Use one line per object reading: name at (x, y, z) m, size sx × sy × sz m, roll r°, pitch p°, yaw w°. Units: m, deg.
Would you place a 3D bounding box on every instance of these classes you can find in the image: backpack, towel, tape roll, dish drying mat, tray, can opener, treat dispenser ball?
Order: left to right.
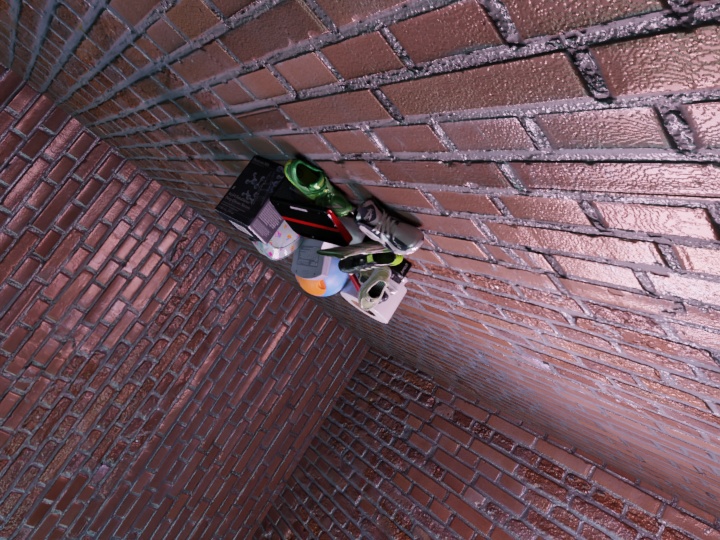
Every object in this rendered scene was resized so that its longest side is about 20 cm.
backpack at (-0.273, -0.137, 1.707) m, size 0.153 × 0.176 × 0.201 m, roll 23°, pitch 142°, yaw 49°
treat dispenser ball at (-0.135, -0.009, 1.875) m, size 0.200 × 0.201 × 0.201 m, roll 32°, pitch 168°, yaw 7°
tray at (-0.045, -0.097, 1.509) m, size 0.107 × 0.022 × 0.200 m, roll 10°, pitch 148°, yaw -12°
dish drying mat at (-0.036, -0.003, 1.720) m, size 0.201 × 0.018 × 0.077 m, roll 61°, pitch 173°, yaw -17°
towel at (0.001, -0.057, 1.434) m, size 0.199 × 0.024 × 0.152 m, roll -11°, pitch -169°, yaw -28°
can opener at (0.023, 0.015, 1.701) m, size 0.066 × 0.053 × 0.200 m, roll -45°, pitch 71°, yaw 40°
tape roll at (0.047, 0.078, 1.898) m, size 0.202 × 0.139 × 0.203 m, roll 32°, pitch 168°, yaw 8°

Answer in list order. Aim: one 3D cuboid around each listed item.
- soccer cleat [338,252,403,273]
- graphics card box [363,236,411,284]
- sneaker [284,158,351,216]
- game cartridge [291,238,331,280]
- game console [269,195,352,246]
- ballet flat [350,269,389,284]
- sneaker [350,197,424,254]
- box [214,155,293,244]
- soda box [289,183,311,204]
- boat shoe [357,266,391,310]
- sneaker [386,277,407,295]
soccer cleat at (0.022, -0.032, 1.510) m, size 0.199 × 0.068 × 0.081 m, roll -9°, pitch 175°, yaw 19°
graphics card box at (0.056, -0.038, 1.619) m, size 0.200 × 0.051 × 0.126 m, roll 34°, pitch 168°, yaw 5°
sneaker at (-0.106, -0.203, 1.324) m, size 0.200 × 0.074 × 0.084 m, roll 37°, pitch 172°, yaw -16°
game cartridge at (-0.158, -0.036, 1.721) m, size 0.040 × 0.134 × 0.200 m, roll 16°, pitch 176°, yaw -36°
game console at (-0.128, -0.132, 1.409) m, size 0.199 × 0.031 × 0.177 m, roll 15°, pitch 157°, yaw 29°
ballet flat at (0.000, 0.000, 1.637) m, size 0.200 × 0.070 × 0.069 m, roll 35°, pitch 168°, yaw -6°
sneaker at (0.051, -0.110, 1.261) m, size 0.129 × 0.080 × 0.199 m, roll 33°, pitch -178°, yaw -43°
box at (-0.283, -0.200, 1.497) m, size 0.148 × 0.200 × 0.107 m, roll 25°, pitch 165°, yaw 31°
soda box at (-0.142, -0.199, 1.466) m, size 0.068 × 0.064 × 0.200 m, roll 32°, pitch 168°, yaw 7°
boat shoe at (0.035, 0.064, 1.595) m, size 0.072 × 0.062 × 0.200 m, roll 22°, pitch 137°, yaw -2°
sneaker at (0.054, 0.009, 1.746) m, size 0.200 × 0.080 × 0.070 m, roll 32°, pitch 170°, yaw 16°
